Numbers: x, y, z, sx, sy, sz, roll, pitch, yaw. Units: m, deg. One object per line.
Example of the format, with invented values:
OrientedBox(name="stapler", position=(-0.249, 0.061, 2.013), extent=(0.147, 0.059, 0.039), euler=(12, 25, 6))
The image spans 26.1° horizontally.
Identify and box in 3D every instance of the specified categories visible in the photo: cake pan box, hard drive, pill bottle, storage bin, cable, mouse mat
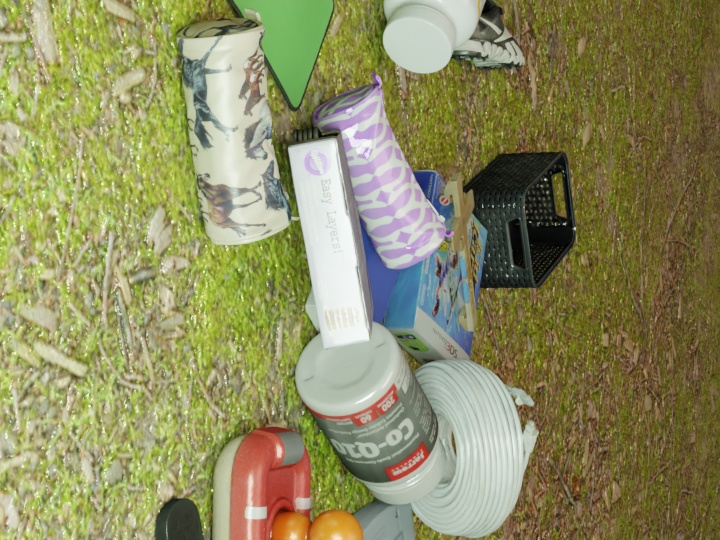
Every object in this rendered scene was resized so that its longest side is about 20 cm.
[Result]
OrientedBox(name="cake pan box", position=(-0.026, -0.039, 1.488), extent=(0.184, 0.052, 0.202), euler=(-96, 176, -81))
OrientedBox(name="hard drive", position=(0.000, 0.000, 1.687), extent=(0.132, 0.025, 0.201), euler=(63, 36, -44))
OrientedBox(name="pill bottle", position=(0.017, 0.153, 1.619), extent=(0.201, 0.113, 0.115), euler=(61, 38, -45))
OrientedBox(name="pill bottle", position=(0.090, -0.324, 1.781), extent=(0.112, 0.111, 0.201), euler=(65, 35, -42))
OrientedBox(name="storage bin", position=(0.211, -0.069, 2.061), extent=(0.200, 0.093, 0.136), euler=(-41, 127, -57))
OrientedBox(name="cable", position=(0.107, 0.199, 1.729), extent=(0.069, 0.200, 0.202), euler=(-3, 111, -30))
OrientedBox(name="mouse mat", position=(-0.080, -0.279, 1.540), extent=(0.200, 0.007, 0.162), euler=(59, 39, -46))

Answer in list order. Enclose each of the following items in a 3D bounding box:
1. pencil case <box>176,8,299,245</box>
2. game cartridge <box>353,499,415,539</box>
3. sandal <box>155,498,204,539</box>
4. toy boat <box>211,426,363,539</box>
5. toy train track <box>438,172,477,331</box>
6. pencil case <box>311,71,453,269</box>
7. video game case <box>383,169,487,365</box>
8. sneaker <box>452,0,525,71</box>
OrientedBox(name="pencil case", position=(-0.111, -0.128, 1.387), extent=(0.089, 0.077, 0.202), euler=(-22, 110, -45))
OrientedBox(name="game cartridge", position=(0.009, 0.333, 1.695), extent=(0.200, 0.040, 0.135), euler=(-34, 124, -61))
OrientedBox(name="sandal", position=(-0.141, 0.299, 1.360), extent=(0.075, 0.045, 0.202), euler=(-31, 117, -63))
OrientedBox(name="toy boat", position=(-0.059, 0.247, 1.432), extent=(0.130, 0.130, 0.202), euler=(4, 86, -67))
OrientedBox(name="toy train track", position=(0.111, -0.020, 1.820), extent=(0.115, 0.032, 0.201), euler=(-62, 148, -56))
OrientedBox(name="pencil case", position=(0.024, -0.098, 1.624), extent=(0.201, 0.085, 0.084), euler=(62, -1, -22))
OrientedBox(name="video game case", position=(0.094, 0.008, 1.865), extent=(0.181, 0.045, 0.202), euler=(44, 51, -58))
OrientedBox(name="sneaker", position=(0.165, -0.307, 1.993), extent=(0.200, 0.066, 0.091), euler=(-1, 93, -63))
